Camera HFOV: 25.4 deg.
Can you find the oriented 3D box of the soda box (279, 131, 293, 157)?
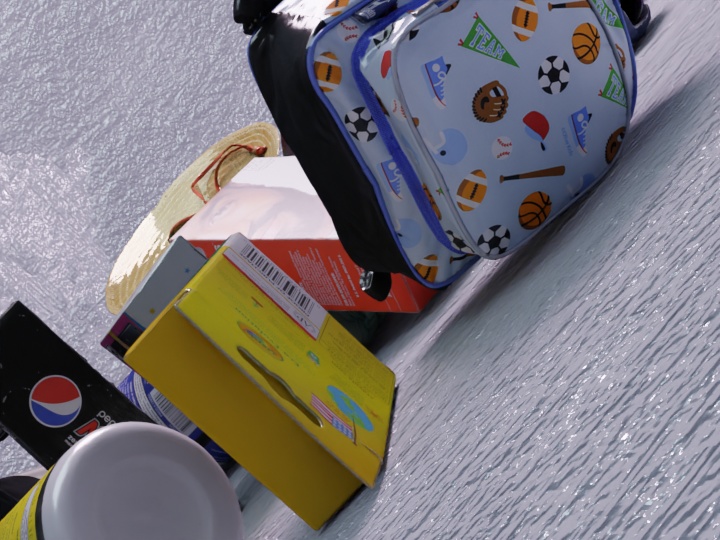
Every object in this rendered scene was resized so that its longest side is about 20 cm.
[{"bbox_3d":[-0.024,-0.094,1.312,0.201,0.063,0.069,87,-165,-50],"label":"soda box"}]

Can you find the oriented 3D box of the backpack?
[{"bbox_3d":[0.059,-0.105,0.875,0.190,0.201,0.154,-41,32,-25],"label":"backpack"}]

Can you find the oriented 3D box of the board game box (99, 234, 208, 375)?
[{"bbox_3d":[-0.097,0.059,1.086,0.064,0.147,0.200,-54,6,-16],"label":"board game box"}]

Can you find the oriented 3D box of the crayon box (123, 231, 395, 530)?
[{"bbox_3d":[-0.047,0.053,0.808,0.051,0.127,0.200,-47,4,10],"label":"crayon box"}]

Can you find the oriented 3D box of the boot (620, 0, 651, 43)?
[{"bbox_3d":[0.188,-0.195,1.245,0.090,0.073,0.200,-27,14,27],"label":"boot"}]

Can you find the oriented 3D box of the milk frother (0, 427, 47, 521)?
[{"bbox_3d":[-0.245,0.151,1.176,0.201,0.180,0.188,-58,-11,8],"label":"milk frother"}]

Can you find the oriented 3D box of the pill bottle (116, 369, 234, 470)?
[{"bbox_3d":[-0.162,0.136,1.309,0.200,0.112,0.112,-45,5,25],"label":"pill bottle"}]

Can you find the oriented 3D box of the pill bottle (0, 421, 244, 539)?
[{"bbox_3d":[-0.156,0.173,0.896,0.200,0.112,0.113,-43,6,46],"label":"pill bottle"}]

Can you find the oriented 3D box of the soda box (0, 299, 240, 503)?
[{"bbox_3d":[-0.176,0.112,1.056,0.071,0.200,0.063,-48,5,-13],"label":"soda box"}]

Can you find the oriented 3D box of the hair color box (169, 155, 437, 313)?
[{"bbox_3d":[-0.021,-0.028,1.097,0.199,0.064,0.111,-1,35,41],"label":"hair color box"}]

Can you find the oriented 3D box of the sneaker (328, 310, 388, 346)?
[{"bbox_3d":[0.000,0.000,1.153,0.118,0.074,0.200,-53,0,15],"label":"sneaker"}]

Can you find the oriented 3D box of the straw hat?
[{"bbox_3d":[-0.106,-0.017,1.278,0.201,0.085,0.201,-35,28,21],"label":"straw hat"}]
